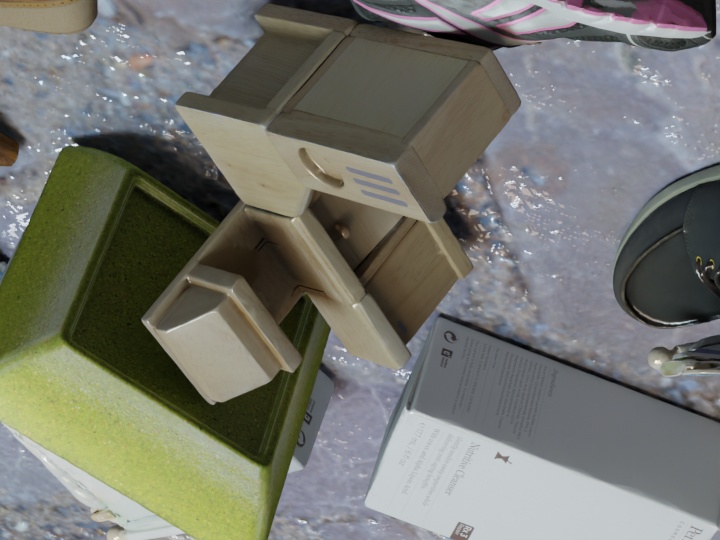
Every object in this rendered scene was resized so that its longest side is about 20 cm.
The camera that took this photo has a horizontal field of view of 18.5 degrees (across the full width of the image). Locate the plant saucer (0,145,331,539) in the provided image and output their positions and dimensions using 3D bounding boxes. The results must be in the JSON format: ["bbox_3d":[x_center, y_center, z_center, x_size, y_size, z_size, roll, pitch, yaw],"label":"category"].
[{"bbox_3d":[-0.104,0.036,1.250,0.199,0.200,0.048,33,134,-17],"label":"plant saucer"}]

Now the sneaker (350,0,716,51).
[{"bbox_3d":[0.079,-0.142,1.078,0.199,0.081,0.086,17,154,16],"label":"sneaker"}]

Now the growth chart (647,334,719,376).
[{"bbox_3d":[0.227,0.044,1.134,0.144,0.018,0.200,-7,-176,-14],"label":"growth chart"}]

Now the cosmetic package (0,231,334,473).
[{"bbox_3d":[-0.122,0.049,1.373,0.101,0.072,0.200,-19,128,40],"label":"cosmetic package"}]

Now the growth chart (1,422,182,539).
[{"bbox_3d":[-0.153,0.106,1.371,0.144,0.018,0.200,-10,133,33],"label":"growth chart"}]

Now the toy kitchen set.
[{"bbox_3d":[0.000,0.000,1.143,0.180,0.163,0.200,17,151,47],"label":"toy kitchen set"}]

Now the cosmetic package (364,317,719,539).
[{"bbox_3d":[0.115,0.120,1.351,0.199,0.081,0.113,21,139,0],"label":"cosmetic package"}]

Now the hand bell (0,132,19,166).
[{"bbox_3d":[-0.286,-0.088,1.259,0.199,0.105,0.104,15,148,-33],"label":"hand bell"}]

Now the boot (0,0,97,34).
[{"bbox_3d":[-0.230,-0.205,1.143,0.199,0.072,0.167,4,127,20],"label":"boot"}]

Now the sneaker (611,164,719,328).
[{"bbox_3d":[0.198,0.002,1.157,0.075,0.107,0.200,36,138,-20],"label":"sneaker"}]

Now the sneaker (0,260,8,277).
[{"bbox_3d":[-0.277,0.009,1.376,0.078,0.090,0.200,-3,137,26],"label":"sneaker"}]
